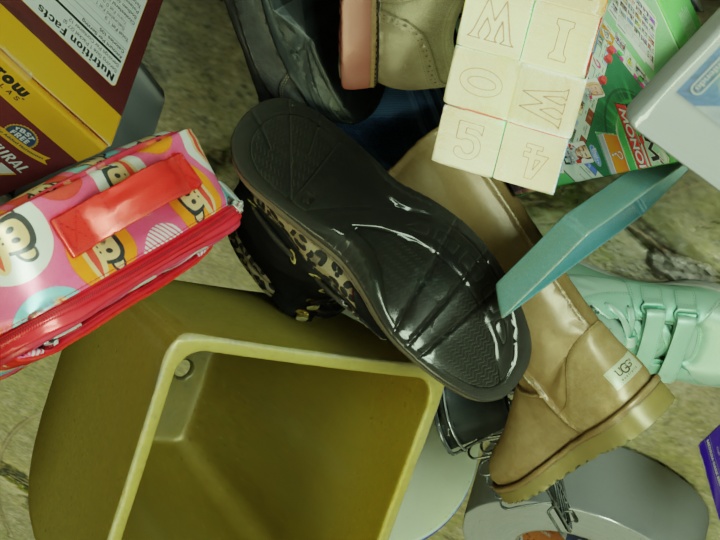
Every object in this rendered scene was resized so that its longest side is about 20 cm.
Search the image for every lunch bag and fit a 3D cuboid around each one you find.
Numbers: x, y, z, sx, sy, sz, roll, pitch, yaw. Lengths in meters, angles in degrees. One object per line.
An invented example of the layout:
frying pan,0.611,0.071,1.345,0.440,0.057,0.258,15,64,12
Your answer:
lunch bag,-0.153,-0.007,0.810,0.175,0.200,0.082,-28,95,32

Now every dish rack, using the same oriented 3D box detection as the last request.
dish rack,0.098,0.092,1.127,0.054,0.154,0.200,-17,140,14

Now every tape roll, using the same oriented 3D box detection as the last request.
tape roll,0.187,0.214,1.347,0.199,0.067,0.201,16,149,10

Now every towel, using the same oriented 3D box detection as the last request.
towel,0.007,-0.106,0.956,0.111,0.049,0.201,6,147,26

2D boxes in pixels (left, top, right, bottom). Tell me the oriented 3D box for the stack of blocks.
stack of blocks,0.087,-0.150,0.690,0.058,0.115,0.201,16,124,6

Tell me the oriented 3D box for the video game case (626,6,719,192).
video game case,0.256,-0.092,0.751,0.182,0.022,0.200,32,118,-19

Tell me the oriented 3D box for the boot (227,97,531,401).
boot,0.000,0.000,0.902,0.200,0.073,0.151,41,164,-1

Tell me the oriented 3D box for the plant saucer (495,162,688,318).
plant saucer,0.133,-0.031,0.866,0.019,0.200,0.070,47,124,8

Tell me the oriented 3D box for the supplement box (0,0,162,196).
supplement box,-0.216,-0.147,0.847,0.196,0.201,0.133,-18,133,34

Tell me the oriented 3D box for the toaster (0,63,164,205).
toaster,-0.239,-0.085,1.026,0.179,0.201,0.119,-8,143,28

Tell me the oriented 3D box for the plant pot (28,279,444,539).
plant pot,-0.101,0.098,1.005,0.194,0.196,0.200,10,-163,-35

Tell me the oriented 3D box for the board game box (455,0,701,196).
board game box,0.093,-0.137,0.807,0.134,0.029,0.201,-10,118,41

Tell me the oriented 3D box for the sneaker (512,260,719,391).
sneaker,0.172,0.052,1.024,0.199,0.118,0.074,15,118,13

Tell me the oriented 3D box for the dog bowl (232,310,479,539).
dog bowl,-0.015,0.117,1.181,0.199,0.201,0.079,30,147,-15

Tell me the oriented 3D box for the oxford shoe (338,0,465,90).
oxford shoe,0.031,-0.176,0.764,0.074,0.071,0.201,5,132,0

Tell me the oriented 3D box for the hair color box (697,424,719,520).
hair color box,0.310,0.098,1.039,0.108,0.065,0.200,-5,153,-15

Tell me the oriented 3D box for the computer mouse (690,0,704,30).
computer mouse,0.145,-0.129,0.830,0.199,0.044,0.110,0,126,38

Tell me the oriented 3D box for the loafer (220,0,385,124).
loafer,-0.057,-0.163,0.840,0.072,0.073,0.201,-5,117,36

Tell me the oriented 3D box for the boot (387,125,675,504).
boot,0.077,0.026,0.947,0.200,0.066,0.175,51,143,3
